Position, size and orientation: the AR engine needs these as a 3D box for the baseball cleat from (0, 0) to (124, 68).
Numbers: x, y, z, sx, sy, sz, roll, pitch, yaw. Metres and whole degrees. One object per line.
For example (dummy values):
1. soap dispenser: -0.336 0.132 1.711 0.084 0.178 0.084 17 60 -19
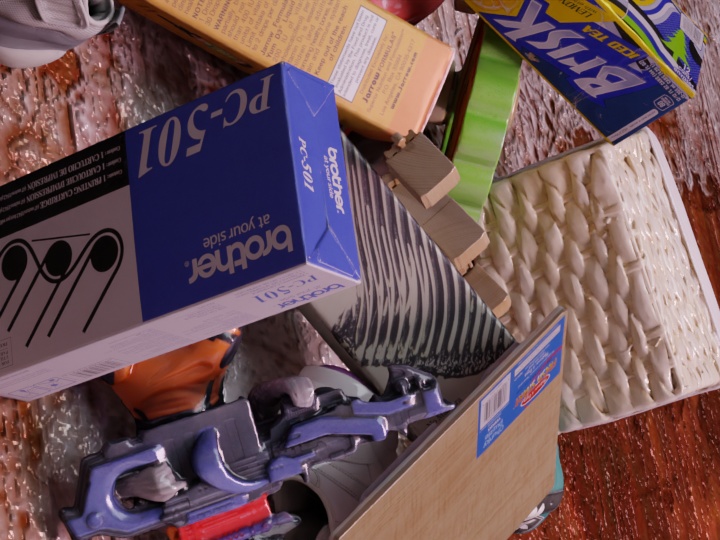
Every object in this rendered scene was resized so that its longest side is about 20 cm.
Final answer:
1. baseball cleat: -0.191 -0.164 0.849 0.200 0.106 0.070 30 54 -47

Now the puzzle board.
1. puzzle board: 0.047 0.126 0.988 0.200 0.017 0.151 -42 146 -34

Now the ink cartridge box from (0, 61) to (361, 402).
1. ink cartridge box: -0.097 -0.013 0.826 0.044 0.199 0.095 20 57 -53

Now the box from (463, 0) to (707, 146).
1. box: 0.113 -0.170 1.081 0.200 0.070 0.064 42 43 -19

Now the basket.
1. basket: 0.164 0.010 1.310 0.123 0.135 0.201 -12 83 -64

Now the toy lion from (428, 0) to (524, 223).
1. toy lion: 0.075 -0.099 1.190 0.200 0.068 0.193 106 -2 -59

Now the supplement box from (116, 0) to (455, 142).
1. supplement box: -0.048 -0.142 1.039 0.199 0.066 0.069 24 87 -26

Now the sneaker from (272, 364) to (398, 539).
1. sneaker: -0.002 0.150 1.047 0.100 0.075 0.200 -51 123 -30

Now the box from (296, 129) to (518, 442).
1. box: 0.000 0.000 1.033 0.200 0.082 0.068 49 -6 -5

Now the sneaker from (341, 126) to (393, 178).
1. sneaker: 0.018 -0.045 1.157 0.077 0.082 0.200 59 32 -20

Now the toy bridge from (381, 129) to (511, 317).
1. toy bridge: 0.042 -0.031 1.050 0.067 0.027 0.200 47 -6 27

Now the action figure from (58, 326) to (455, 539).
1. action figure: -0.062 0.060 0.922 0.105 0.199 0.195 163 -83 -76

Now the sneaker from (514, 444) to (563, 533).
1. sneaker: 0.093 0.140 1.183 0.080 0.071 0.200 65 25 -7

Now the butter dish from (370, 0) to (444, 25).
1. butter dish: -0.005 -0.216 1.151 0.201 0.147 0.199 65 29 -9
